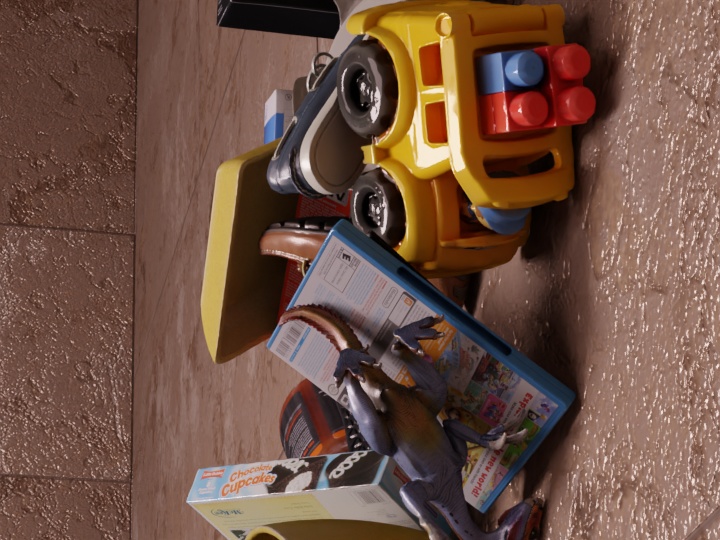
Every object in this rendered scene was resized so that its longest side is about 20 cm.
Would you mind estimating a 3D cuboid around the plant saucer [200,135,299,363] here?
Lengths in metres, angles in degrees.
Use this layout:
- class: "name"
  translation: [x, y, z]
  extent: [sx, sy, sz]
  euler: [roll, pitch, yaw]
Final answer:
- class: "plant saucer"
  translation: [-0.074, -0.041, 1.718]
  extent: [0.200, 0.048, 0.201]
  euler: [-29, -43, -50]

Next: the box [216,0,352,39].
- class: "box"
  translation: [-0.019, -0.277, 1.677]
  extent: [0.079, 0.199, 0.142]
  euler: [147, 127, -73]

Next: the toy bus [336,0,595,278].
- class: "toy bus"
  translation: [0.090, -0.093, 1.347]
  extent: [0.192, 0.135, 0.201]
  euler: [4, 101, 57]

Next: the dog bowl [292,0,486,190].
- class: "dog bowl"
  translation: [0.032, -0.156, 1.561]
  extent: [0.200, 0.059, 0.201]
  euler: [-17, 67, 43]

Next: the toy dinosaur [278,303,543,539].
- class: "toy dinosaur"
  translation: [0.054, 0.115, 1.338]
  extent: [0.200, 0.105, 0.182]
  euler: [44, 162, 52]

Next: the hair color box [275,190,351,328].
- class: "hair color box"
  translation: [-0.010, -0.017, 1.731]
  extent: [0.064, 0.111, 0.201]
  euler: [28, 120, 28]

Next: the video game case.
- class: "video game case"
  translation: [0.038, 0.069, 1.353]
  extent: [0.018, 0.200, 0.143]
  euler: [-47, -8, -44]

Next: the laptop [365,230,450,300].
- class: "laptop"
  translation: [0.044, 0.061, 1.432]
  extent: [0.200, 0.177, 0.103]
  euler: [-49, 0, 44]

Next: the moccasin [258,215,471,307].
- class: "moccasin"
  translation: [0.001, 0.000, 1.602]
  extent: [0.074, 0.201, 0.078]
  euler: [-17, -64, -60]

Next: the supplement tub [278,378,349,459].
- class: "supplement tub"
  translation: [-0.007, 0.169, 1.681]
  extent: [0.200, 0.106, 0.107]
  euler: [-117, 34, -67]

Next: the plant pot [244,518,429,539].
- class: "plant pot"
  translation: [0.015, 0.265, 1.424]
  extent: [0.200, 0.141, 0.201]
  euler: [44, 141, 50]

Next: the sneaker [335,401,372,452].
- class: "sneaker"
  translation: [0.030, 0.120, 1.589]
  extent: [0.072, 0.083, 0.200]
  euler: [-39, 34, 28]

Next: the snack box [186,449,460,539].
- class: "snack box"
  translation: [-0.027, 0.194, 1.528]
  extent: [0.199, 0.116, 0.037]
  euler: [-10, 45, 37]

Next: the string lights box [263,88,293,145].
- class: "string lights box"
  translation: [-0.045, -0.073, 1.931]
  extent: [0.059, 0.102, 0.201]
  euler: [144, 129, -72]

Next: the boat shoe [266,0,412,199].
- class: "boat shoe"
  translation: [-0.004, -0.130, 1.450]
  extent: [0.062, 0.075, 0.200]
  euler: [-4, 47, 43]
